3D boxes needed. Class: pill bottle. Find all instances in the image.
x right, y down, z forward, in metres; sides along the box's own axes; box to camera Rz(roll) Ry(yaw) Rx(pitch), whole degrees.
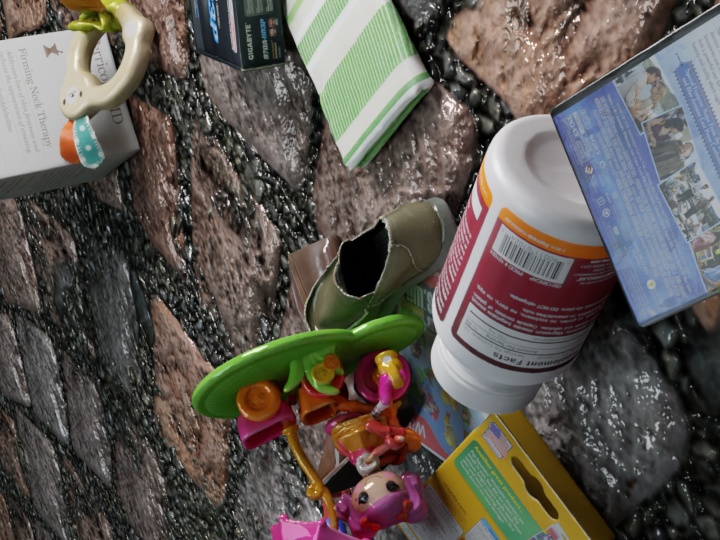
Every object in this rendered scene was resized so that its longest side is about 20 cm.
[{"bbox_3d":[0.113,0.003,0.856,0.113,0.112,0.201,54,145,31],"label":"pill bottle"}]

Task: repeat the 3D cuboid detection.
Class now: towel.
[{"bbox_3d":[-0.012,-0.205,1.064,0.153,0.023,0.201,-45,63,57],"label":"towel"}]

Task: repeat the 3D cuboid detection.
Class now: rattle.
[{"bbox_3d":[-0.330,-0.222,1.425,0.130,0.143,0.201,37,101,19],"label":"rattle"}]

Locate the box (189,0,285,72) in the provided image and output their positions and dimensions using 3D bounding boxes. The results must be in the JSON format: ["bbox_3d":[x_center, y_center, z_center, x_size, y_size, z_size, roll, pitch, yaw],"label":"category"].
[{"bbox_3d":[-0.124,-0.295,1.164,0.159,0.046,0.202,-145,47,-61],"label":"box"}]

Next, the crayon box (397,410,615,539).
[{"bbox_3d":[0.115,0.195,0.985,0.126,0.051,0.200,53,143,17],"label":"crayon box"}]

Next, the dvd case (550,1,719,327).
[{"bbox_3d":[0.207,-0.071,0.688,0.199,0.017,0.144,-31,74,40],"label":"dvd case"}]

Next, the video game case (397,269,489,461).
[{"bbox_3d":[0.077,0.072,1.047,0.143,0.017,0.202,30,129,51],"label":"video game case"}]

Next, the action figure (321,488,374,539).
[{"bbox_3d":[0.022,0.283,1.194,0.065,0.098,0.201,-53,32,34],"label":"action figure"}]

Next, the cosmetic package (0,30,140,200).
[{"bbox_3d":[-0.412,-0.191,1.574,0.166,0.199,0.169,-18,88,61],"label":"cosmetic package"}]

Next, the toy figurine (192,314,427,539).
[{"bbox_3d":[-0.012,0.154,0.998,0.150,0.198,0.185,87,163,-68],"label":"toy figurine"}]

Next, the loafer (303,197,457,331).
[{"bbox_3d":[0.000,0.000,1.040,0.200,0.069,0.076,-46,54,45],"label":"loafer"}]

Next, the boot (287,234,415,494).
[{"bbox_3d":[-0.029,0.088,1.179,0.201,0.064,0.187,63,141,27],"label":"boot"}]
